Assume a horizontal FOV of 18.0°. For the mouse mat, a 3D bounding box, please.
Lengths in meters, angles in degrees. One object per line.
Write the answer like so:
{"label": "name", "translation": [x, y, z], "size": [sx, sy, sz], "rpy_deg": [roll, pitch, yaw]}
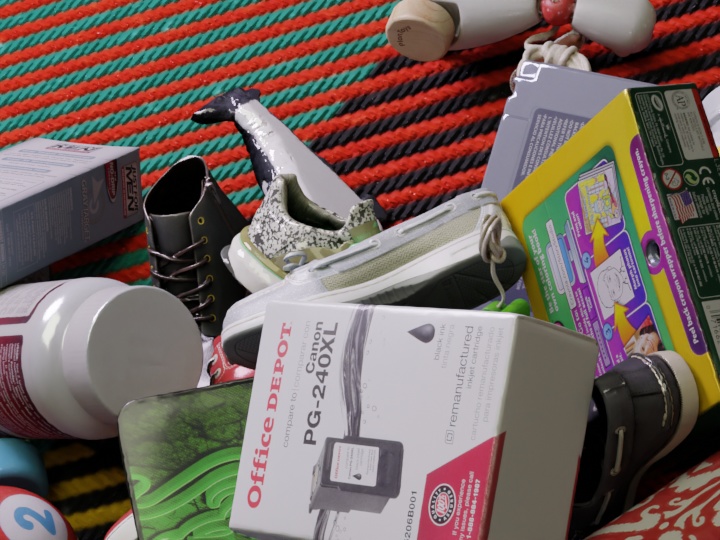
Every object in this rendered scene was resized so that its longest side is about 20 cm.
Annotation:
{"label": "mouse mat", "translation": [-0.042, 0.140, 1.419], "size": [0.200, 0.008, 0.161], "rpy_deg": [-12, 75, -5]}

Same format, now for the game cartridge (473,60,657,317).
{"label": "game cartridge", "translation": [0.141, -0.034, 1.528], "size": [0.133, 0.041, 0.200], "rpy_deg": [15, 87, 35]}

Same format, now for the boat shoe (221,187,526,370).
{"label": "boat shoe", "translation": [0.004, 0.007, 1.462], "size": [0.202, 0.074, 0.065], "rpy_deg": [-22, 56, 0]}

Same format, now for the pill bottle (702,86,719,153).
{"label": "pill bottle", "translation": [0.261, -0.025, 1.467], "size": [0.112, 0.112, 0.200], "rpy_deg": [-9, 52, 16]}

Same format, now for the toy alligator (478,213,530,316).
{"label": "toy alligator", "translation": [0.102, 0.063, 1.426], "size": [0.054, 0.200, 0.059], "rpy_deg": [9, 23, 27]}

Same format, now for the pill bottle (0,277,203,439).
{"label": "pill bottle", "translation": [-0.198, 0.060, 1.548], "size": [0.200, 0.110, 0.110], "rpy_deg": [-4, 48, 53]}

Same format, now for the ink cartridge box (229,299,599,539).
{"label": "ink cartridge box", "translation": [0.027, 0.097, 1.322], "size": [0.200, 0.083, 0.146], "rpy_deg": [2, 79, 43]}

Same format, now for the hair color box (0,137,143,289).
{"label": "hair color box", "translation": [-0.253, -0.043, 1.659], "size": [0.099, 0.061, 0.200], "rpy_deg": [7, 20, 27]}

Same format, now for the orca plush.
{"label": "orca plush", "translation": [-0.055, -0.043, 1.639], "size": [0.200, 0.105, 0.071], "rpy_deg": [43, 118, 16]}

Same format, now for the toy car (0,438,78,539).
{"label": "toy car", "translation": [-0.292, 0.177, 1.484], "size": [0.177, 0.200, 0.185], "rpy_deg": [-23, 49, 5]}

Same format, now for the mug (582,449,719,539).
{"label": "mug", "translation": [0.210, 0.200, 1.330], "size": [0.200, 0.178, 0.133], "rpy_deg": [-35, 4, -12]}

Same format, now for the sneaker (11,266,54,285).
{"label": "sneaker", "translation": [-0.295, 0.061, 1.663], "size": [0.087, 0.075, 0.200], "rpy_deg": [11, 59, 35]}

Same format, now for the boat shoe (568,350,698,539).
{"label": "boat shoe", "translation": [0.132, 0.116, 1.363], "size": [0.063, 0.200, 0.073], "rpy_deg": [-8, 58, -28]}

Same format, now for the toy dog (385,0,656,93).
{"label": "toy dog", "translation": [0.110, -0.176, 1.680], "size": [0.200, 0.096, 0.132], "rpy_deg": [31, 66, 21]}

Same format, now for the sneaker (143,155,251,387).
{"label": "sneaker", "translation": [-0.126, 0.023, 1.595], "size": [0.075, 0.106, 0.200], "rpy_deg": [-7, 52, 17]}

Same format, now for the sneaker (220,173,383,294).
{"label": "sneaker", "translation": [0.000, 0.000, 1.519], "size": [0.200, 0.089, 0.077], "rpy_deg": [28, 28, 18]}

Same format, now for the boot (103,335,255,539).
{"label": "boot", "translation": [-0.098, 0.115, 1.496], "size": [0.200, 0.072, 0.144], "rpy_deg": [-33, 44, -10]}

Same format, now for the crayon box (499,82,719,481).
{"label": "crayon box", "translation": [0.171, 0.013, 1.398], "size": [0.058, 0.173, 0.200], "rpy_deg": [-6, 71, -26]}
